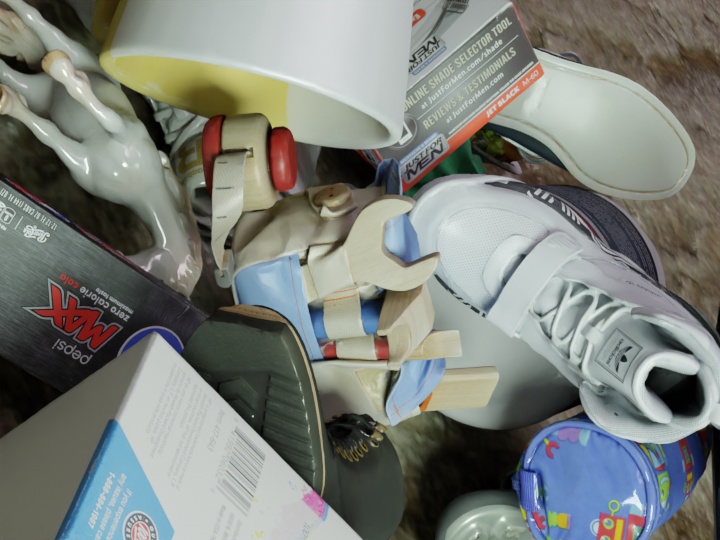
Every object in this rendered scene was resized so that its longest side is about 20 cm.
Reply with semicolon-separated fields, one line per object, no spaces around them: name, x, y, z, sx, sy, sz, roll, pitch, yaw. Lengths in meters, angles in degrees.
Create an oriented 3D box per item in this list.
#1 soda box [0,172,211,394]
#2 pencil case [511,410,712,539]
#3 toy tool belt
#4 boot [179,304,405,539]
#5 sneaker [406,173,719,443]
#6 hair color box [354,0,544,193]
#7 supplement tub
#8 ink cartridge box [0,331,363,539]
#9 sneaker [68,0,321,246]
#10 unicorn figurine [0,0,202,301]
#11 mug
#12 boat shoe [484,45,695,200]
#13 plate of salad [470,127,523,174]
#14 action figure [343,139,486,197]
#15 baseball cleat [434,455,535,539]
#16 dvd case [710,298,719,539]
soda box;-0.132;0.013;0.801;0.200;0.064;0.071;37;-4;-34
pencil case;0.143;0.109;1.026;0.200;0.086;0.079;-10;96;-71
toy tool belt;0.000;0.000;0.919;0.125;0.122;0.201;-86;167;-50
boot;-0.026;0.078;0.825;0.138;0.077;0.201;-49;149;-50
sneaker;0.113;0.020;0.943;0.199;0.075;0.115;32;10;-7
hair color box;0.003;-0.143;1.065;0.200;0.111;0.064;46;-7;45
supplement tub;0.107;0.018;1.118;0.141;0.140;0.200;62;20;9
ink cartridge box;-0.070;0.155;0.713;0.200;0.125;0.129;48;29;-18
sneaker;-0.092;-0.095;0.995;0.200;0.073;0.116;44;27;-28
unicorn figurine;-0.134;-0.064;0.887;0.137;0.073;0.201;43;23;-47
mug;-0.053;-0.157;0.881;0.149;0.185;0.155;40;63;-77
boat shoe;0.119;-0.102;1.150;0.198;0.075;0.062;18;12;-17
plate of salad;0.038;-0.137;1.225;0.200;0.048;0.200;38;13;-10
action figure;0.042;-0.043;1.150;0.055;0.119;0.200;36;4;20
baseball cleat;0.094;0.149;1.074;0.200;0.070;0.107;31;23;-48
dvd case;0.216;0.078;1.027;0.201;0.024;0.151;80;13;-56
